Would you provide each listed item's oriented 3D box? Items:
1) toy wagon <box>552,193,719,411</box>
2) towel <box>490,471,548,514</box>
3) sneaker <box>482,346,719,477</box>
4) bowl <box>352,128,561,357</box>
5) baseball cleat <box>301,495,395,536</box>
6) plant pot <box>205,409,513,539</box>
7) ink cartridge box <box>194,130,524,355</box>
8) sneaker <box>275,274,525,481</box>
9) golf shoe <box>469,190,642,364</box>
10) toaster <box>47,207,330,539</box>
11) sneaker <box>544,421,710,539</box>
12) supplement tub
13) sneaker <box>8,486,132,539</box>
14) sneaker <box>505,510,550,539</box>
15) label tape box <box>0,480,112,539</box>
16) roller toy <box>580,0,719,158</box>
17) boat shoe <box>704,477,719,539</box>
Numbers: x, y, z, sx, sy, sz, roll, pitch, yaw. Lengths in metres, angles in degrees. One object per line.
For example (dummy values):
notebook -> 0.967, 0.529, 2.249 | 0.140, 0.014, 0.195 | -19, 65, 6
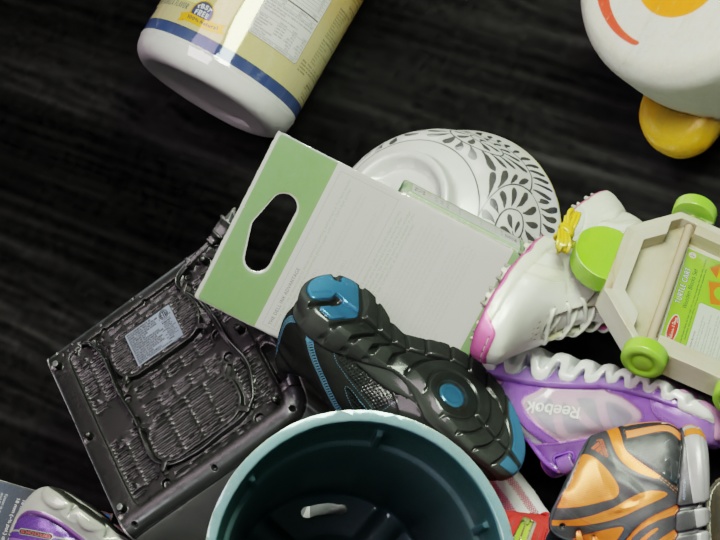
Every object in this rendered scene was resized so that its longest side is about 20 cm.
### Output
toy wagon -> 0.226, 0.016, 1.668 | 0.199, 0.040, 0.156 | 23, 51, 3
towel -> 0.029, 0.192, 1.757 | 0.200, 0.030, 0.147 | -41, 57, 5
sneaker -> 0.168, 0.110, 1.700 | 0.199, 0.080, 0.089 | 11, 82, 32
bowl -> 0.045, -0.034, 1.810 | 0.200, 0.094, 0.202 | -10, 64, 22
baseball cleat -> -0.038, 0.207, 1.736 | 0.106, 0.070, 0.200 | 30, 74, 36
plant pot -> -0.011, 0.207, 1.588 | 0.199, 0.196, 0.202 | 1, 78, -7
ink cartridge box -> 0.000, 0.000, 1.732 | 0.199, 0.048, 0.146 | 27, 105, -3
sneaker -> 0.029, 0.087, 1.695 | 0.200, 0.073, 0.082 | 39, 129, 4
golf shoe -> 0.155, 0.015, 1.702 | 0.091, 0.076, 0.200 | 34, 47, 19
toaster -> -0.116, 0.094, 1.819 | 0.200, 0.119, 0.181 | -36, 58, 9
sneaker -> 0.180, 0.204, 1.611 | 0.111, 0.078, 0.201 | -1, 80, 2
supplement tub -> -0.075, -0.224, 1.923 | 0.144, 0.144, 0.201 | 24, 81, 33
sneaker -> -0.177, 0.244, 1.780 | 0.199, 0.081, 0.084 | 34, 89, 6
sneaker -> 0.118, 0.196, 1.678 | 0.200, 0.077, 0.085 | 40, 78, 12
label tape box -> -0.285, 0.242, 1.872 | 0.199, 0.063, 0.145 | 13, 75, 28
roller toy -> 0.267, -0.198, 1.742 | 0.182, 0.140, 0.201 | -22, 62, 29
boat shoe -> 0.274, 0.219, 1.595 | 0.072, 0.072, 0.201 | -24, 60, 15
